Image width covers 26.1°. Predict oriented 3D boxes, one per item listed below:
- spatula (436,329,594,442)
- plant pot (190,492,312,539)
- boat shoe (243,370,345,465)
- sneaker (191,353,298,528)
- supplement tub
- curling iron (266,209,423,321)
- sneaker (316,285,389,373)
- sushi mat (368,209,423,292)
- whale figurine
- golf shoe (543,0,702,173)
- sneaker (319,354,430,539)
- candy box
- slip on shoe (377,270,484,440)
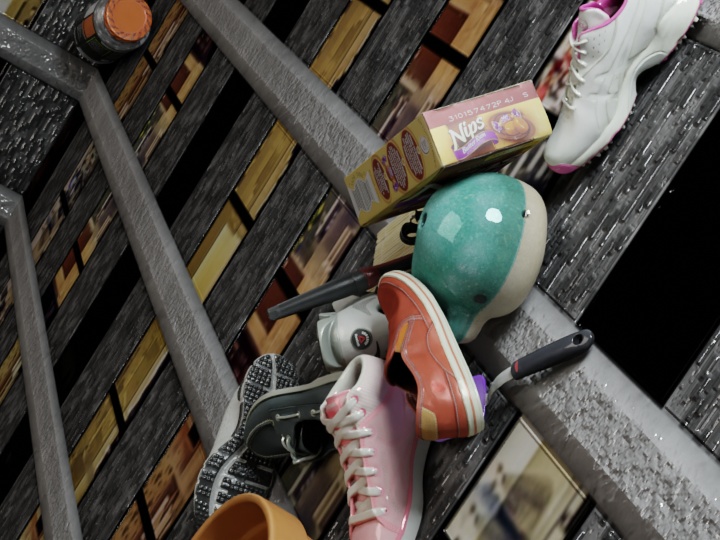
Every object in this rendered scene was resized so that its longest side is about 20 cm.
[{"bbox_3d":[0.122,0.092,1.290,0.200,0.021,0.057,-35,40,45],"label":"spatula"},{"bbox_3d":[-0.074,0.306,1.301,0.200,0.140,0.200,-46,27,31],"label":"plant pot"},{"bbox_3d":[-0.057,0.156,1.531,0.200,0.073,0.062,-28,35,45],"label":"boat shoe"},{"bbox_3d":[-0.122,0.189,1.654,0.200,0.074,0.080,-65,8,-21],"label":"sneaker"},{"bbox_3d":[-0.502,-0.497,3.171,0.200,0.122,0.123,-7,57,62],"label":"supplement tub"},{"bbox_3d":[0.000,0.000,1.499,0.200,0.050,0.026,-29,-16,-8],"label":"curling iron"},{"bbox_3d":[0.011,0.055,1.518,0.088,0.074,0.200,-13,10,4],"label":"sneaker"},{"bbox_3d":[0.073,-0.052,1.574,0.200,0.012,0.096,-40,30,42],"label":"sushi mat"},{"bbox_3d":[0.081,-0.009,1.386,0.200,0.104,0.159,-41,34,51],"label":"whale figurine"},{"bbox_3d":[0.205,-0.180,1.343,0.200,0.091,0.075,-58,23,12],"label":"golf shoe"},{"bbox_3d":[0.003,0.165,1.352,0.075,0.105,0.201,-27,41,50],"label":"sneaker"},{"bbox_3d":[0.075,-0.103,1.414,0.057,0.116,0.200,69,157,7],"label":"candy box"},{"bbox_3d":[0.046,0.070,1.323,0.200,0.061,0.074,-115,12,-48],"label":"slip on shoe"}]
